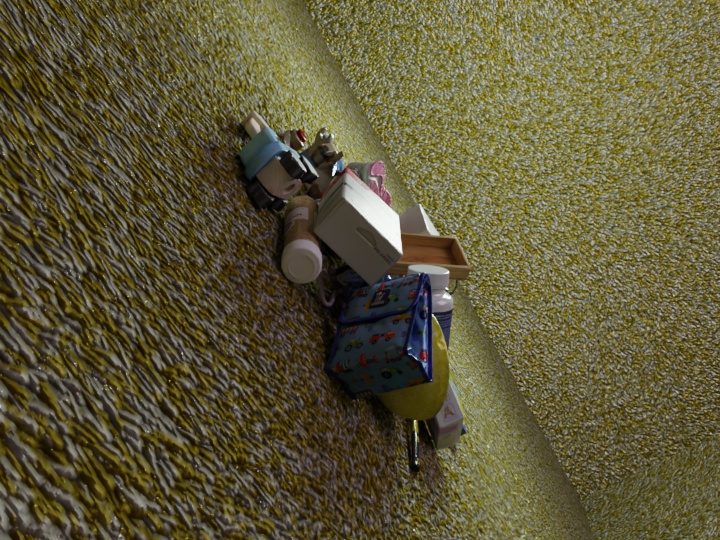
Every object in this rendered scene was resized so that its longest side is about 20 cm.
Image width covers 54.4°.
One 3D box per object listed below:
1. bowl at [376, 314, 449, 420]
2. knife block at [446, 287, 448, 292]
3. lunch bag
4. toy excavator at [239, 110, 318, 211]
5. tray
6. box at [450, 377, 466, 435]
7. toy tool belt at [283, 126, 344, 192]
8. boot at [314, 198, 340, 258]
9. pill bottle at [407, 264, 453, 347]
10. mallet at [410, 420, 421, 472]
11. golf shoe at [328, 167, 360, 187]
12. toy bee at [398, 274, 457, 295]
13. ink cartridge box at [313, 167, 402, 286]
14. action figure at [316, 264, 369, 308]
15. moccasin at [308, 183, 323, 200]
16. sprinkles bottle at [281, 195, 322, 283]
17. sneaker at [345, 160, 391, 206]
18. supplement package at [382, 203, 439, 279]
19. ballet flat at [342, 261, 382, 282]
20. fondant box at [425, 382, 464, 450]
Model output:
[{"bbox_3d":[0.061,0.167,1.235,0.105,0.202,0.203,-2,53,-26],"label":"bowl"},{"bbox_3d":[0.138,0.098,1.581,0.200,0.173,0.065,45,20,-51],"label":"knife block"},{"bbox_3d":[0.042,0.090,1.147,0.095,0.148,0.203,51,35,-36],"label":"lunch bag"},{"bbox_3d":[-0.167,-0.214,1.243,0.202,0.099,0.194,55,10,8],"label":"toy excavator"},{"bbox_3d":[0.120,-0.031,1.433,0.195,0.038,0.100,3,42,-20],"label":"tray"},{"bbox_3d":[0.208,0.309,1.714,0.119,0.048,0.201,58,11,-16],"label":"box"},{"bbox_3d":[-0.079,-0.252,1.581,0.204,0.121,0.125,63,13,10],"label":"toy tool belt"},{"bbox_3d":[-0.046,-0.062,1.465,0.199,0.072,0.098,35,37,-52],"label":"boot"},{"bbox_3d":[0.122,0.097,1.352,0.111,0.108,0.206,-53,149,-76],"label":"pill bottle"},{"bbox_3d":[0.099,0.297,1.330,0.067,0.040,0.201,59,16,-15],"label":"mallet"},{"bbox_3d":[-0.005,-0.110,1.445,0.202,0.076,0.089,54,45,-21],"label":"golf shoe"},{"bbox_3d":[0.086,0.047,1.445,0.131,0.201,0.108,43,5,39],"label":"toy bee"},{"bbox_3d":[-0.003,-0.082,1.242,0.145,0.083,0.201,42,18,-15],"label":"ink cartridge box"},{"bbox_3d":[-0.014,0.047,1.332,0.200,0.145,0.138,-164,-113,-81],"label":"action figure"},{"bbox_3d":[-0.048,-0.122,1.528,0.202,0.077,0.075,50,17,-41],"label":"moccasin"},{"bbox_3d":[-0.100,-0.057,1.204,0.069,0.067,0.202,54,14,-27],"label":"sprinkles bottle"},{"bbox_3d":[0.010,-0.166,1.524,0.082,0.086,0.203,-54,152,-33],"label":"sneaker"},{"bbox_3d":[0.089,-0.032,1.607,0.121,0.197,0.122,52,16,-30],"label":"supplement package"},{"bbox_3d":[0.000,0.000,1.460,0.201,0.068,0.069,66,13,-61],"label":"ballet flat"},{"bbox_3d":[0.151,0.252,1.465,0.146,0.057,0.203,85,-14,-58],"label":"fondant box"}]
